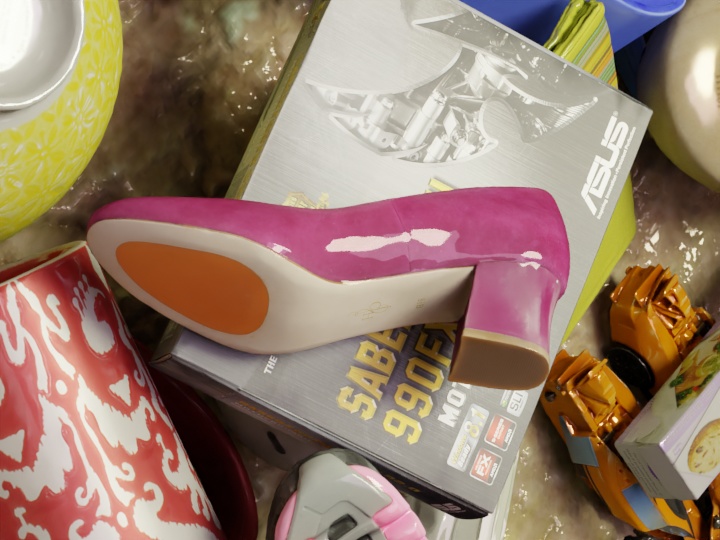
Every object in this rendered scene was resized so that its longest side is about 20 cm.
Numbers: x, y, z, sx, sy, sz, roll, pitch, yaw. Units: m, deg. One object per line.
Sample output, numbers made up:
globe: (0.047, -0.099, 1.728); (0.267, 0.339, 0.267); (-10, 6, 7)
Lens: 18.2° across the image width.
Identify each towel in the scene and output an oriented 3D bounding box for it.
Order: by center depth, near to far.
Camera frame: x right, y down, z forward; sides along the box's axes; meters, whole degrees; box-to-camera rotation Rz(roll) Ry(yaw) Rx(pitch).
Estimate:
towel: (0.105, -0.046, 1.141); (0.086, 0.018, 0.200); (-53, 152, -21)

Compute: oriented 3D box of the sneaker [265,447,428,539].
sneaker: (-0.008, 0.141, 0.999); (0.078, 0.096, 0.201); (-19, 133, -7)

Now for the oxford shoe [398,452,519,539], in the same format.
oxford shoe: (0.050, 0.099, 1.135); (0.057, 0.075, 0.202); (12, 77, 2)

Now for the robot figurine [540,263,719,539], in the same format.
robot figurine: (0.179, 0.105, 1.225); (0.145, 0.058, 0.201); (-46, 112, -26)

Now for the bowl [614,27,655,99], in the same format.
bowl: (0.215, -0.159, 1.274); (0.199, 0.039, 0.203); (2, 87, -35)

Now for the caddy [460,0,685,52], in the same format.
caddy: (0.073, -0.177, 1.137); (0.199, 0.105, 0.142); (23, 54, -37)

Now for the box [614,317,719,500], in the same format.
box: (0.211, 0.040, 1.192); (0.200, 0.039, 0.042); (-45, 111, -27)

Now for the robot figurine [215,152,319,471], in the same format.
robot figurine: (0.002, 0.001, 1.064); (0.149, 0.125, 0.202); (16, 78, -9)

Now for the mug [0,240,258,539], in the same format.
mug: (-0.130, 0.096, 0.991); (0.132, 0.178, 0.201); (-22, 98, 5)

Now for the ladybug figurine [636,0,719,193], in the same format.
ladybug figurine: (0.223, -0.101, 1.209); (0.199, 0.072, 0.137); (-5, 92, -35)

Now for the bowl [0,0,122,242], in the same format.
bowl: (-0.175, -0.103, 0.955); (0.199, 0.107, 0.202); (2, 86, -35)

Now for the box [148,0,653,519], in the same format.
box: (0.020, -0.015, 0.983); (0.158, 0.048, 0.201); (28, 75, -13)

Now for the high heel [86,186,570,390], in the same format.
high heel: (-0.010, -0.016, 0.926); (0.198, 0.068, 0.096); (11, 49, -3)
